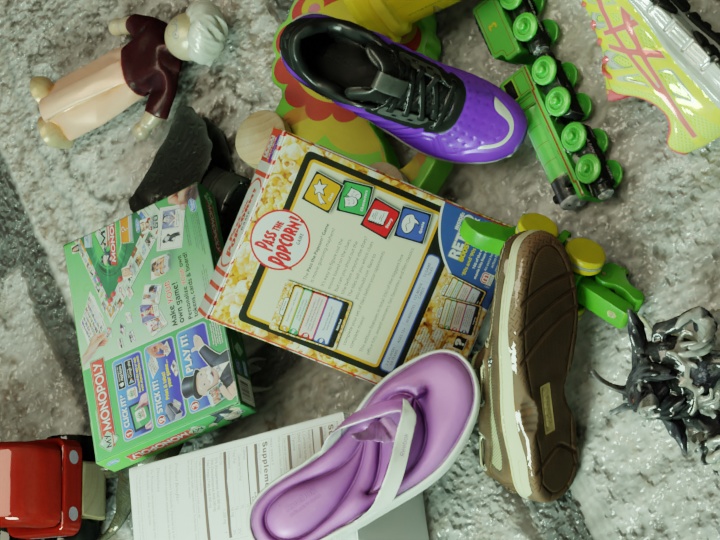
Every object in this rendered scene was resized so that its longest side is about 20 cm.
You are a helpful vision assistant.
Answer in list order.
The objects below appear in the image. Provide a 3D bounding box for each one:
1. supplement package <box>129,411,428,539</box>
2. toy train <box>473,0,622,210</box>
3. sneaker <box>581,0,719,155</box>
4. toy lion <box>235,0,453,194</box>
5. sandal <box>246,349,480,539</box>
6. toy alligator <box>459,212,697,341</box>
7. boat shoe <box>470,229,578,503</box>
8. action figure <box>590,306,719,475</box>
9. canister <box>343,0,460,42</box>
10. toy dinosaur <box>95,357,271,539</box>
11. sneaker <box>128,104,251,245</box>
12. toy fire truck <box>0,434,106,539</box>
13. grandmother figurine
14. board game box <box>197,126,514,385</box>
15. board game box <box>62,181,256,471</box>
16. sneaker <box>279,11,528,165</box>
[{"bbox_3d":[-0.062,0.189,1.592,0.200,0.114,0.110,-17,69,29],"label":"supplement package"},{"bbox_3d":[0.139,-0.132,1.583,0.056,0.042,0.200,-36,62,32],"label":"toy train"},{"bbox_3d":[0.198,-0.166,1.513,0.200,0.078,0.090,51,120,12],"label":"sneaker"},{"bbox_3d":[0.004,-0.143,1.665,0.200,0.069,0.192,27,87,34],"label":"toy lion"},{"bbox_3d":[0.005,0.135,1.479,0.203,0.050,0.082,-43,70,-3],"label":"sandal"},{"bbox_3d":[0.167,0.005,1.524,0.200,0.054,0.059,29,130,12],"label":"toy alligator"},{"bbox_3d":[0.108,0.067,1.505,0.075,0.075,0.203,13,110,44],"label":"boat shoe"},{"bbox_3d":[0.248,0.072,1.424,0.200,0.102,0.119,-18,101,24],"label":"action figure"},{"bbox_3d":[0.079,-0.279,1.604,0.200,0.087,0.149,-23,52,17],"label":"canister"},{"bbox_3d":[-0.170,0.131,1.678,0.200,0.077,0.102,-54,28,-11],"label":"toy dinosaur"},{"bbox_3d":[-0.154,-0.032,1.738,0.104,0.060,0.200,25,88,33],"label":"sneaker"},{"bbox_3d":[-0.330,0.165,1.718,0.176,0.200,0.129,-9,75,31],"label":"toy fire truck"},{"bbox_3d":[-0.194,-0.170,1.795,0.200,0.061,0.121,-27,74,28],"label":"grandmother figurine"},{"bbox_3d":[0.000,0.000,1.557,0.152,0.200,0.046,-67,15,2],"label":"board game box"},{"bbox_3d":[-0.162,0.044,1.658,0.134,0.029,0.200,-24,61,20],"label":"board game box"},{"bbox_3d":[0.028,-0.132,1.541,0.200,0.100,0.070,23,93,1],"label":"sneaker"}]
